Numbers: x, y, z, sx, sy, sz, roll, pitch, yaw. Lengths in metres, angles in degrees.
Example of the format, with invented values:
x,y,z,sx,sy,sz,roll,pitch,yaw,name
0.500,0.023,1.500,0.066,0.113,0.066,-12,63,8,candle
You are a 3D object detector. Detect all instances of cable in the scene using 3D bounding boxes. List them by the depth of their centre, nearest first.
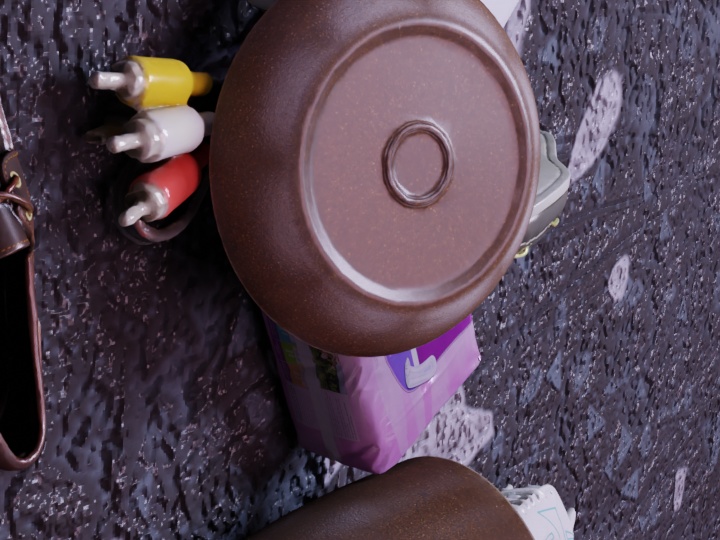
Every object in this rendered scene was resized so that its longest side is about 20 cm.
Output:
x,y,z,sx,sy,sz,roll,pitch,yaw,name
-0.063,-0.076,0.791,0.200,0.050,0.098,-30,121,-46,cable

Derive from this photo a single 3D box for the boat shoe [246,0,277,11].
x,y,z,sx,sy,sz,roll,pitch,yaw,name
0.010,-0.189,0.843,0.200,0.072,0.071,-44,156,-25,boat shoe

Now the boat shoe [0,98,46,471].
x,y,z,sx,sy,sz,roll,pitch,yaw,name
-0.162,-0.014,0.655,0.070,0.070,0.202,-27,122,-47,boat shoe

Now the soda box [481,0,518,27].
x,y,z,sx,sy,sz,roll,pitch,yaw,name
0.075,-0.212,0.938,0.201,0.063,0.068,-60,143,-24,soda box

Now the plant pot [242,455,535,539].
x,y,z,sx,sy,sz,roll,pitch,yaw,name
-0.024,0.210,0.859,0.199,0.186,0.189,-7,107,-40,plant pot

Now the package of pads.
x,y,z,sx,sy,sz,roll,pitch,yaw,name
0.000,0.000,0.890,0.121,0.075,0.201,-46,135,-36,package of pads

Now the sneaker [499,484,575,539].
x,y,z,sx,sy,sz,roll,pitch,yaw,name
0.104,0.185,1.123,0.200,0.070,0.081,41,58,-60,sneaker

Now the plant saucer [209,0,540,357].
x,y,z,sx,sy,sz,roll,pitch,yaw,name
0.020,-0.054,0.792,0.199,0.037,0.202,-5,100,-31,plant saucer

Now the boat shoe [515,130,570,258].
x,y,z,sx,sy,sz,roll,pitch,yaw,name
0.089,-0.040,0.959,0.202,0.071,0.061,-66,159,-72,boat shoe
